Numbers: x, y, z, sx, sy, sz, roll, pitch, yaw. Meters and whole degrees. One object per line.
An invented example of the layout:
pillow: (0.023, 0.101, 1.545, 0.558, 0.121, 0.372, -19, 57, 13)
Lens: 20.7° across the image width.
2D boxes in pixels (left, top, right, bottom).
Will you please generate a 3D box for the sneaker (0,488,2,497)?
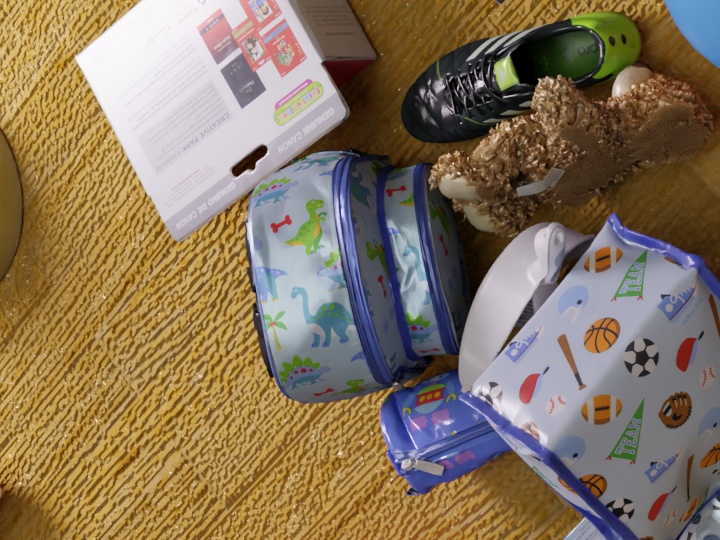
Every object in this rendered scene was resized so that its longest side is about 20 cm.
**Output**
sneaker: (-0.356, 0.266, 1.766, 0.116, 0.076, 0.200, 51, 127, 4)

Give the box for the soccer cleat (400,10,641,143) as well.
soccer cleat: (0.104, -0.140, 1.410, 0.199, 0.081, 0.068, -18, 89, 32)

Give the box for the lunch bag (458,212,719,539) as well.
lunch bag: (0.190, 0.089, 1.315, 0.170, 0.200, 0.124, -50, 37, -2)

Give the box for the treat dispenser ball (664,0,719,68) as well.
treat dispenser ball: (0.280, -0.210, 1.225, 0.200, 0.201, 0.202, 5, 101, 30)

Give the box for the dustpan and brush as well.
dustpan and brush: (0.119, 0.007, 1.337, 0.057, 0.200, 0.140, 34, 73, 24)

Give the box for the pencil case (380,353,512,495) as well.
pencil case: (0.104, 0.102, 1.446, 0.199, 0.087, 0.078, -23, 108, 30)

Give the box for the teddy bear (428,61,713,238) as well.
teddy bear: (0.142, -0.088, 1.370, 0.200, 0.145, 0.067, -34, 50, 30)

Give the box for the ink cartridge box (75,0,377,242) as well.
ink cartridge box: (-0.096, -0.146, 1.525, 0.200, 0.084, 0.176, -33, 79, 31)

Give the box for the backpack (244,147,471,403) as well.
backpack: (0.000, 0.000, 1.425, 0.146, 0.200, 0.184, -11, 91, 15)

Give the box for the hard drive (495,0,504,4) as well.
hard drive: (0.159, -0.272, 1.292, 0.038, 0.140, 0.200, 39, 141, -12)

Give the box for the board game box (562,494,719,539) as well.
board game box: (0.229, 0.255, 1.424, 0.199, 0.043, 0.200, 49, 118, 16)

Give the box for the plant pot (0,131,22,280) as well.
plant pot: (-0.412, -0.054, 1.694, 0.199, 0.142, 0.201, 6, 102, 29)
